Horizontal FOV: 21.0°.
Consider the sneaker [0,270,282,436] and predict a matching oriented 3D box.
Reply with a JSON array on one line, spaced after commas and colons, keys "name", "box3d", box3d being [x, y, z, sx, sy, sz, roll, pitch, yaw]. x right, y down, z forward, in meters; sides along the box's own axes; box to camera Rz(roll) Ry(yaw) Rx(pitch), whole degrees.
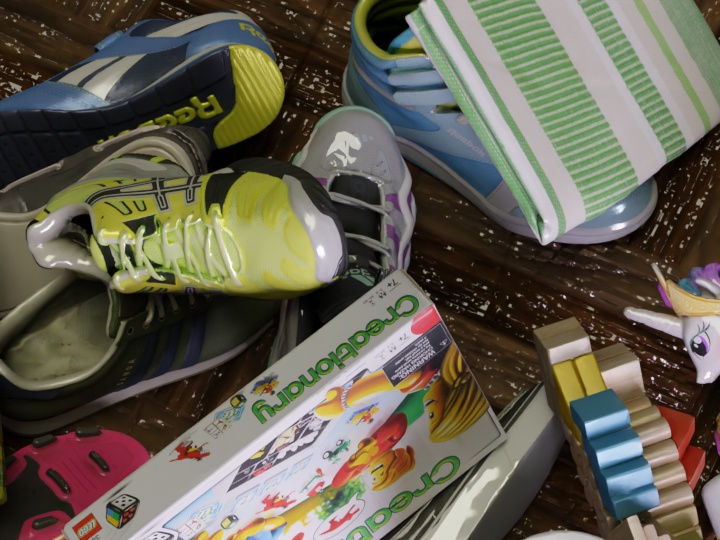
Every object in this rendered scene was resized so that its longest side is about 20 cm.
[{"name": "sneaker", "box3d": [-0.119, 0.022, 1.062, 0.200, 0.090, 0.067, -28, 69, -7]}]

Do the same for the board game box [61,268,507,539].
[{"name": "board game box", "box3d": [-0.031, 0.101, 0.939, 0.200, 0.126, 0.035, -38, 50, -5]}]

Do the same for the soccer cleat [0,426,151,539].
[{"name": "soccer cleat", "box3d": [-0.193, 0.157, 1.027, 0.070, 0.086, 0.200, 37, 50, 22]}]

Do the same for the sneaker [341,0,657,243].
[{"name": "sneaker", "box3d": [0.074, -0.092, 1.076, 0.200, 0.131, 0.080, 25, 70, 14]}]

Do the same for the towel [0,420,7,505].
[{"name": "towel", "box3d": [-0.236, 0.040, 1.022, 0.086, 0.018, 0.200, -17, 63, 10]}]

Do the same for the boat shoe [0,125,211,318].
[{"name": "boat shoe", "box3d": [-0.168, -0.026, 1.098, 0.200, 0.057, 0.067, -24, 101, 21]}]

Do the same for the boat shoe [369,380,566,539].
[{"name": "boat shoe", "box3d": [0.038, 0.125, 1.014, 0.064, 0.071, 0.200, 34, 70, 22]}]

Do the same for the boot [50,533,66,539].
[{"name": "boot", "box3d": [-0.186, 0.222, 0.950, 0.071, 0.144, 0.201, 30, 72, 17]}]

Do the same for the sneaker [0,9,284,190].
[{"name": "sneaker", "box3d": [-0.139, -0.096, 1.129, 0.200, 0.074, 0.082, -16, 37, 8]}]

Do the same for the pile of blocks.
[{"name": "pile of blocks", "box3d": [0.149, 0.111, 0.953, 0.062, 0.082, 0.200, -18, 79, -8]}]

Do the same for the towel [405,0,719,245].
[{"name": "towel", "box3d": [0.122, -0.117, 1.065, 0.200, 0.023, 0.153, -36, 97, -41]}]

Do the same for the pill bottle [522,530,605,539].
[{"name": "pill bottle", "box3d": [0.089, 0.193, 0.905, 0.112, 0.200, 0.112, -1, 63, 2]}]

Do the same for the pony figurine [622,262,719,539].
[{"name": "pony figurine", "box3d": [0.248, 0.072, 0.990, 0.193, 0.167, 0.200, -16, 82, 10]}]

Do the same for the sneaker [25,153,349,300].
[{"name": "sneaker", "box3d": [-0.086, -0.012, 0.965, 0.200, 0.075, 0.076, 3, 27, 46]}]

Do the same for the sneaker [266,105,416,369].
[{"name": "sneaker", "box3d": [0.000, 0.000, 1.016, 0.078, 0.140, 0.200, 6, 80, -10]}]
